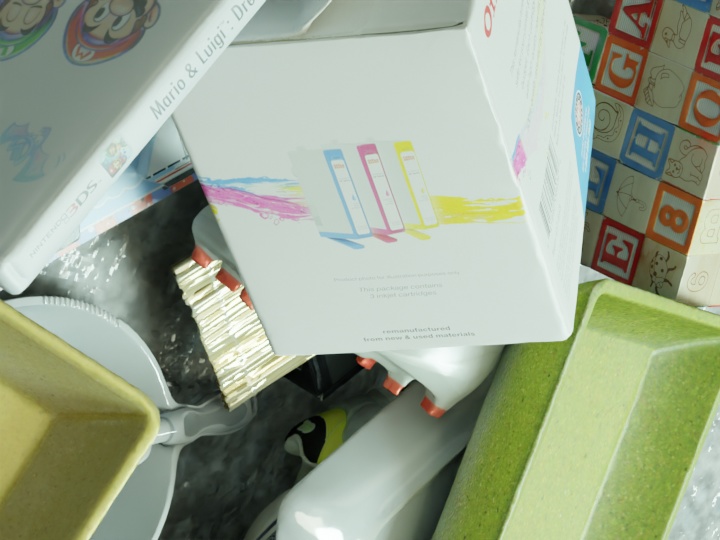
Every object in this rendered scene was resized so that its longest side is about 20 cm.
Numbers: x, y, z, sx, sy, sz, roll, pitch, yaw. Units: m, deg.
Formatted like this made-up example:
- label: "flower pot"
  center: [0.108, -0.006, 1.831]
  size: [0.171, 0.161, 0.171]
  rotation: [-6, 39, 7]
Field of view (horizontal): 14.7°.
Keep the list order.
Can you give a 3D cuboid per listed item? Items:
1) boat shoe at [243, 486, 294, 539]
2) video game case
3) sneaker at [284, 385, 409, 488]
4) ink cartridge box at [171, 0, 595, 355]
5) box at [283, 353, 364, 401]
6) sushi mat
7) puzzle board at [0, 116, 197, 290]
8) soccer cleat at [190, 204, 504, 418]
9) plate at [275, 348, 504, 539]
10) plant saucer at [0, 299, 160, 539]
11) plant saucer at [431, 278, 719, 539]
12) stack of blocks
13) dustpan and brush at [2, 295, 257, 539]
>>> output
- label: "boat shoe"
  center: [-0.040, 0.204, 1.342]
  size: [0.074, 0.093, 0.201]
  rotation: [15, 119, -9]
- label: "video game case"
  center: [-0.129, -0.103, 1.009]
  size: [0.182, 0.200, 0.024]
  rotation: [-51, 141, -12]
- label: "sneaker"
  center: [-0.012, 0.151, 1.407]
  size: [0.076, 0.075, 0.201]
  rotation: [-6, 113, -26]
- label: "ink cartridge box"
  center: [0.007, -0.081, 1.065]
  size: [0.200, 0.124, 0.129]
  rotation: [68, 24, -45]
- label: "box"
  center: [0.003, -0.062, 1.301]
  size: [0.159, 0.046, 0.201]
  rotation: [-38, 135, -25]
- label: "sushi mat"
  center: [0.010, -0.019, 1.271]
  size: [0.199, 0.012, 0.096]
  rotation: [-32, 133, -11]
- label: "puzzle board"
  center: [-0.131, -0.071, 1.135]
  size: [0.199, 0.017, 0.151]
  rotation: [-30, 127, -18]
- label: "soccer cleat"
  center: [0.000, 0.000, 1.227]
  size: [0.078, 0.069, 0.200]
  rotation: [-55, 140, 4]
- label: "plate"
  center: [0.028, 0.148, 1.343]
  size: [0.200, 0.032, 0.201]
  rotation: [-38, 137, -46]
- label: "plant saucer"
  center: [-0.213, 0.085, 1.108]
  size: [0.200, 0.048, 0.201]
  rotation: [35, 85, -23]
- label: "plant saucer"
  center: [0.098, 0.101, 1.348]
  size: [0.200, 0.048, 0.201]
  rotation: [15, 96, -62]
- label: "stack of blocks"
  center: [0.157, -0.095, 1.393]
  size: [0.058, 0.115, 0.201]
  rotation: [-3, 114, -46]
- label: "dustpan and brush"
  center: [-0.104, 0.074, 1.244]
  size: [0.200, 0.057, 0.141]
  rotation: [-16, 101, -70]
